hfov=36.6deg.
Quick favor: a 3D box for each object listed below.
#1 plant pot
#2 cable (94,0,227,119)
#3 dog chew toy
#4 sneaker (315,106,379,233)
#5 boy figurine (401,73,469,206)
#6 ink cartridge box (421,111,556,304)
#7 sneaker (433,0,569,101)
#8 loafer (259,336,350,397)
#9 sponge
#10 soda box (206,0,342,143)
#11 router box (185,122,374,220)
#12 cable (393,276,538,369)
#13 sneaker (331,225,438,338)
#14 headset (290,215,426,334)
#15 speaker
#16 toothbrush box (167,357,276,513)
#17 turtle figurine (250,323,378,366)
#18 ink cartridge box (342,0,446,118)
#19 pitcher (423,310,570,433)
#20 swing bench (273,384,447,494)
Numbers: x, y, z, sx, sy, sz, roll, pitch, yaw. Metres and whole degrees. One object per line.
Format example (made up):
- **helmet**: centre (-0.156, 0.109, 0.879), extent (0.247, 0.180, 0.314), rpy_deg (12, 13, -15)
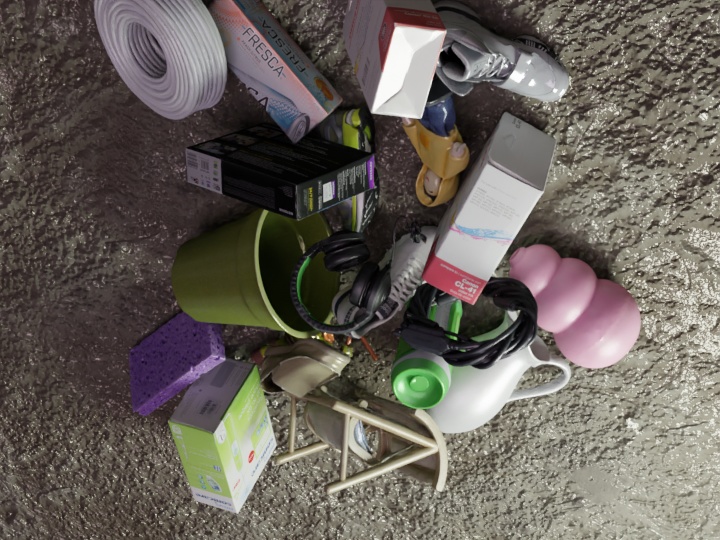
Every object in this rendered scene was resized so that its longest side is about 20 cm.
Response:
- **plant pot**: centre (-0.159, 0.003, 1.536), extent (0.188, 0.201, 0.201), rpy_deg (-8, 123, 33)
- **cable**: centre (-0.249, -0.286, 1.358), extent (0.200, 0.069, 0.200), rpy_deg (51, 149, 1)
- **dog chew toy**: centre (0.286, 0.041, 1.492), extent (0.200, 0.125, 0.125), rpy_deg (39, 124, -5)
- **sneaker**: centre (-0.022, -0.130, 1.475), extent (0.080, 0.074, 0.202), rpy_deg (10, 122, 20)
- **boy figurine**: centre (0.092, -0.168, 1.400), extent (0.124, 0.064, 0.201), rpy_deg (42, 155, 34)
- **ink cartridge box**: centre (0.165, -0.080, 1.408), extent (0.085, 0.148, 0.201), rpy_deg (28, 127, -2)
- **sneaker**: centre (0.161, -0.246, 1.316), extent (0.199, 0.115, 0.075), rpy_deg (27, 126, -7)
- **loafer**: centre (-0.082, 0.143, 1.547), extent (0.075, 0.069, 0.199), rpy_deg (28, 157, -23)
- **sponge**: centre (-0.287, 0.131, 1.683), extent (0.199, 0.112, 0.030), rpy_deg (-35, 141, 31)
- **soda box**: centre (-0.116, -0.264, 1.375), extent (0.068, 0.064, 0.200), rpy_deg (-37, 98, 31)
- **router box**: centre (-0.103, -0.131, 1.385), extent (0.199, 0.149, 0.052), rpy_deg (21, 122, 36)
- **cable**: centre (0.152, 0.062, 1.433), extent (0.199, 0.163, 0.051), rpy_deg (10, 127, 38)
- **sneaker**: centre (0.052, 0.020, 1.512), extent (0.200, 0.081, 0.076), rpy_deg (-43, 110, 1)
- **headset**: centre (0.000, 0.000, 1.458), extent (0.199, 0.094, 0.124), rpy_deg (-38, 78, 1)
- **speaker**: centre (0.094, 0.099, 1.518), extent (0.087, 0.201, 0.089), rpy_deg (6, 126, 8)
- **toothbrush box**: centre (-0.213, 0.256, 1.707), extent (0.085, 0.146, 0.201), rpy_deg (12, 135, 20)
- **turtle figurine**: centre (-0.085, 0.115, 1.653), extent (0.199, 0.065, 0.161), rpy_deg (36, 124, -13)
- **ink cartridge box**: centre (0.034, -0.284, 1.287), extent (0.067, 0.201, 0.117), rpy_deg (3, 129, -17)
- **pitcher**: centre (0.195, 0.163, 1.600), extent (0.200, 0.122, 0.171), rpy_deg (-40, 117, 19)
- **swing bench**: centre (0.001, 0.245, 1.616), extent (0.198, 0.198, 0.131), rpy_deg (5, 90, -28)
